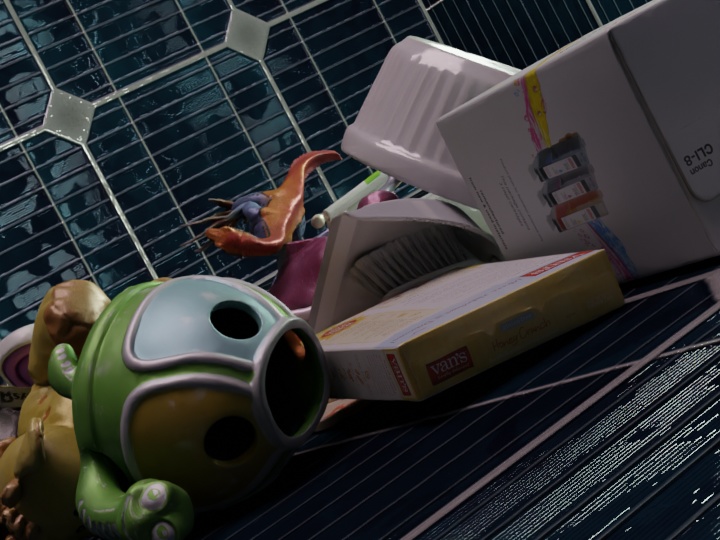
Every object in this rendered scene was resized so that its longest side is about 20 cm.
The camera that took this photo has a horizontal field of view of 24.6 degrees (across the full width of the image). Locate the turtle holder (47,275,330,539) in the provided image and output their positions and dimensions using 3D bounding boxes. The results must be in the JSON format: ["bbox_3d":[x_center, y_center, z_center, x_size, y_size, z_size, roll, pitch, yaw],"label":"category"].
[{"bbox_3d":[-0.101,0.077,0.969,0.131,0.142,0.185,-7,6,30],"label":"turtle holder"}]

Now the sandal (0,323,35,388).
[{"bbox_3d":[-0.200,0.111,1.238,0.082,0.203,0.050,-34,45,17],"label":"sandal"}]

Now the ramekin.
[{"bbox_3d":[0.093,-0.102,1.198,0.202,0.201,0.095,-49,-22,-80],"label":"ramekin"}]

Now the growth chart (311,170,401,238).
[{"bbox_3d":[-0.014,-0.011,1.589,0.145,0.018,0.201,-35,-29,-32],"label":"growth chart"}]

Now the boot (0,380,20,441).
[{"bbox_3d":[-0.240,0.117,1.421,0.173,0.069,0.200,-19,18,22],"label":"boot"}]

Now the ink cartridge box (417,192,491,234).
[{"bbox_3d":[0.066,-0.022,1.475,0.147,0.083,0.200,-32,4,-34],"label":"ink cartridge box"}]

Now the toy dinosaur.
[{"bbox_3d":[-0.086,-0.049,1.416,0.201,0.105,0.181,-60,11,-9],"label":"toy dinosaur"}]

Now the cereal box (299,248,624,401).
[{"bbox_3d":[0.050,0.035,0.998,0.143,0.040,0.200,-24,6,-20],"label":"cereal box"}]

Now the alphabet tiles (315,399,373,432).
[{"bbox_3d":[0.009,0.072,1.165,0.200,0.015,0.195,-24,6,46],"label":"alphabet tiles"}]

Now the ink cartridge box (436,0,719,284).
[{"bbox_3d":[0.176,-0.083,1.017,0.145,0.145,0.200,-30,5,-29],"label":"ink cartridge box"}]

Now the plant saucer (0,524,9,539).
[{"bbox_3d":[-0.374,0.186,1.312,0.200,0.200,0.035,-26,35,28],"label":"plant saucer"}]

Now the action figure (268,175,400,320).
[{"bbox_3d":[0.000,0.000,1.288,0.200,0.134,0.149,-29,3,44],"label":"action figure"}]

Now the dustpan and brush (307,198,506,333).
[{"bbox_3d":[0.070,-0.004,1.144,0.199,0.057,0.140,-18,-33,-25],"label":"dustpan and brush"}]

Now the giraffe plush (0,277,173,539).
[{"bbox_3d":[-0.185,0.116,1.104,0.199,0.173,0.162,-17,28,12],"label":"giraffe plush"}]
